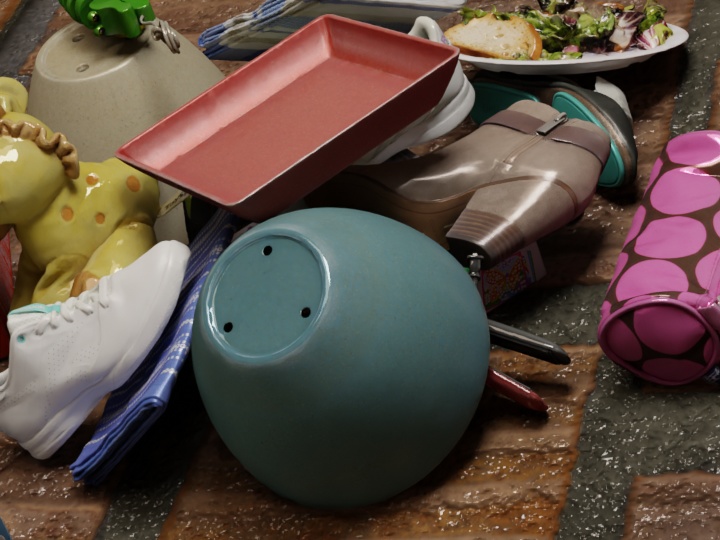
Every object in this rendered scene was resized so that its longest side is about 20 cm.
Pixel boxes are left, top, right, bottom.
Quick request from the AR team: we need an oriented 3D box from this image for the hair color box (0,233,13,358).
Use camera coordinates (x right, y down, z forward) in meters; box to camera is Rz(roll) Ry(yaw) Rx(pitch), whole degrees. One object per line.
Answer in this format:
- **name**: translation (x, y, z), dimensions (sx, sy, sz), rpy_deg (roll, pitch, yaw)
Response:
- **hair color box**: translation (-0.335, 0.003, 1.876), dimensions (0.110, 0.064, 0.200), rpy_deg (-20, 34, 2)

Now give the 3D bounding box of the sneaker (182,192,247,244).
- **sneaker**: translation (-0.068, -0.078, 1.830), dimensions (0.081, 0.074, 0.200), rpy_deg (13, 38, 29)

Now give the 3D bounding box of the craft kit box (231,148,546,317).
- **craft kit box**: translation (0.000, 0.000, 1.736), dimensions (0.197, 0.049, 0.200), rpy_deg (-35, 38, -15)

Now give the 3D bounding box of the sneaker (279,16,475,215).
- **sneaker**: translation (-0.006, -0.114, 1.768), dimensions (0.200, 0.100, 0.075), rpy_deg (-39, 41, -22)

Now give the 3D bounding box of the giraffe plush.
- **giraffe plush**: translation (-0.234, -0.043, 1.739), dimensions (0.200, 0.162, 0.173), rpy_deg (-51, 30, 14)

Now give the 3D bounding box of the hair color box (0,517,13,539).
- **hair color box**: translation (-0.320, 0.168, 1.653), dimensions (0.100, 0.061, 0.200), rpy_deg (-32, 37, -15)

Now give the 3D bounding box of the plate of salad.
- **plate of salad**: translation (0.156, -0.189, 1.855), dimensions (0.199, 0.048, 0.200), rpy_deg (-4, 15, 1)

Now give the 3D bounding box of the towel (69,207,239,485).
- **towel**: translation (-0.141, 0.045, 1.666), dimensions (0.145, 0.024, 0.201), rpy_deg (-45, 21, 50)

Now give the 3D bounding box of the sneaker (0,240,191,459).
- **sneaker**: translation (-0.200, 0.044, 1.654), dimensions (0.200, 0.088, 0.075), rpy_deg (-48, 16, 22)

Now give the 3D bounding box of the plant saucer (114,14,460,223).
- **plant saucer**: translation (-0.048, -0.103, 1.662), dimensions (0.199, 0.037, 0.200), rpy_deg (-35, 26, -18)

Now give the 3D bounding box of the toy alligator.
- **toy alligator**: translation (-0.196, -0.204, 1.835), dimensions (0.054, 0.060, 0.200), rpy_deg (-27, 36, -10)

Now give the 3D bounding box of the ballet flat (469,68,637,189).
- **ballet flat**: translation (0.160, -0.120, 1.798), dimensions (0.068, 0.068, 0.200), rpy_deg (-23, 33, -27)

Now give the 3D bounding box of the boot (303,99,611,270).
- **boot**: translation (0.075, -0.070, 1.697), dimensions (0.199, 0.071, 0.146), rpy_deg (22, 52, 32)

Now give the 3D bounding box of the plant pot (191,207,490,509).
- **plant pot**: translation (-0.032, 0.041, 1.549), dimensions (0.199, 0.135, 0.201), rpy_deg (-10, 65, 23)

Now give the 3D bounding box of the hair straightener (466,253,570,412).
- **hair straightener**: translation (0.059, 0.022, 1.621), dimensions (0.199, 0.041, 0.077), rpy_deg (26, 81, 29)

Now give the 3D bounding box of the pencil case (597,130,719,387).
- **pencil case**: translation (0.226, -0.013, 1.606), dimensions (0.094, 0.091, 0.201), rpy_deg (-38, 21, 42)

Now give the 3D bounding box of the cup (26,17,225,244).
- **cup**: translation (-0.187, -0.124, 1.902), dimensions (0.199, 0.144, 0.201), rpy_deg (-13, 35, 9)

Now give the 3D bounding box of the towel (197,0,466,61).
- **towel**: translation (-0.025, -0.198, 1.893), dimensions (0.146, 0.024, 0.200), rpy_deg (1, -10, -32)
